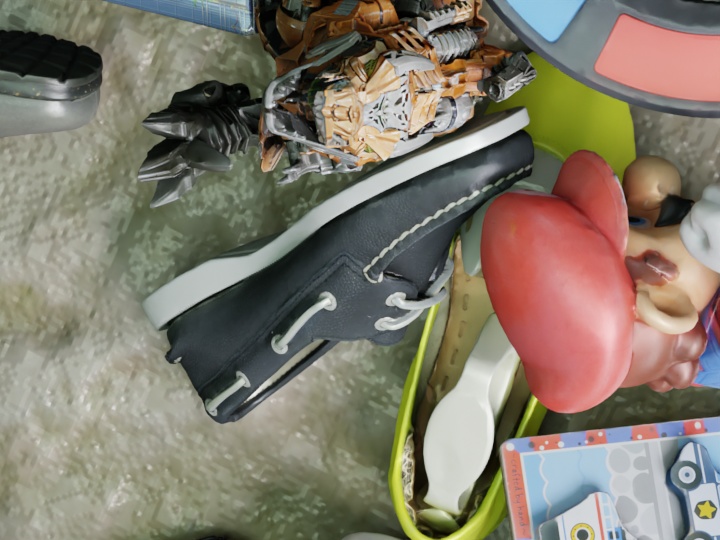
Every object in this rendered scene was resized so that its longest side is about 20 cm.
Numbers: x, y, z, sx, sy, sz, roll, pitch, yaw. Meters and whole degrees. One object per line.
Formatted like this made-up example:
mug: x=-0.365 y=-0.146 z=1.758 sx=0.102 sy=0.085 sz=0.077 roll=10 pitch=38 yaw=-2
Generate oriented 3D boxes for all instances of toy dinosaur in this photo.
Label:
toy dinosaur: x=-0.003 y=-0.068 z=0.975 sx=0.135 sy=0.200 sz=0.102 roll=3 pitch=85 yaw=14

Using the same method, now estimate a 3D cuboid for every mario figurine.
mario figurine: x=0.136 y=0.001 z=0.995 sx=0.200 sy=0.106 sz=0.124 roll=15 pitch=129 yaw=-19

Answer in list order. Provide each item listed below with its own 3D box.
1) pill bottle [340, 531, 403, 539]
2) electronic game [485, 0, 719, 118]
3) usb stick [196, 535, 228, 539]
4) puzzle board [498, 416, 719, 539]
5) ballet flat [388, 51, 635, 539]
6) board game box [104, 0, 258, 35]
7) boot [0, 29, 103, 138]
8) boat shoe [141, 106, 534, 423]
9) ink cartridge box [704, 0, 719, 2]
pill bottle: x=-0.023 y=0.202 z=1.089 sx=0.109 sy=0.109 sz=0.200 roll=32 pitch=107 yaw=6
electronic game: x=0.119 y=-0.150 z=0.943 sx=0.200 sy=0.042 sz=0.200 roll=3 pitch=101 yaw=14
usb stick: x=-0.131 y=0.157 z=1.150 sx=0.200 sy=0.033 sz=0.056 roll=-18 pitch=87 yaw=16
puzzle board: x=0.138 y=0.149 z=1.022 sx=0.150 sy=0.017 sz=0.200 roll=-5 pitch=73 yaw=-8
ballet flat: x=0.054 y=0.015 z=1.061 sx=0.067 sy=0.067 sz=0.200 roll=19 pitch=103 yaw=10
board game box: x=-0.131 y=-0.190 z=1.074 sx=0.199 sy=0.062 sz=0.200 roll=0 pitch=100 yaw=13
boot: x=-0.184 y=-0.024 z=1.121 sx=0.200 sy=0.068 sz=0.131 roll=-1 pitch=104 yaw=21
boat shoe: x=0.000 y=0.000 z=1.046 sx=0.200 sy=0.076 sz=0.060 roll=-29 pitch=87 yaw=48
ink cartridge box: x=0.158 y=-0.186 z=0.993 sx=0.147 sy=0.083 sz=0.200 roll=35 pitch=106 yaw=5
